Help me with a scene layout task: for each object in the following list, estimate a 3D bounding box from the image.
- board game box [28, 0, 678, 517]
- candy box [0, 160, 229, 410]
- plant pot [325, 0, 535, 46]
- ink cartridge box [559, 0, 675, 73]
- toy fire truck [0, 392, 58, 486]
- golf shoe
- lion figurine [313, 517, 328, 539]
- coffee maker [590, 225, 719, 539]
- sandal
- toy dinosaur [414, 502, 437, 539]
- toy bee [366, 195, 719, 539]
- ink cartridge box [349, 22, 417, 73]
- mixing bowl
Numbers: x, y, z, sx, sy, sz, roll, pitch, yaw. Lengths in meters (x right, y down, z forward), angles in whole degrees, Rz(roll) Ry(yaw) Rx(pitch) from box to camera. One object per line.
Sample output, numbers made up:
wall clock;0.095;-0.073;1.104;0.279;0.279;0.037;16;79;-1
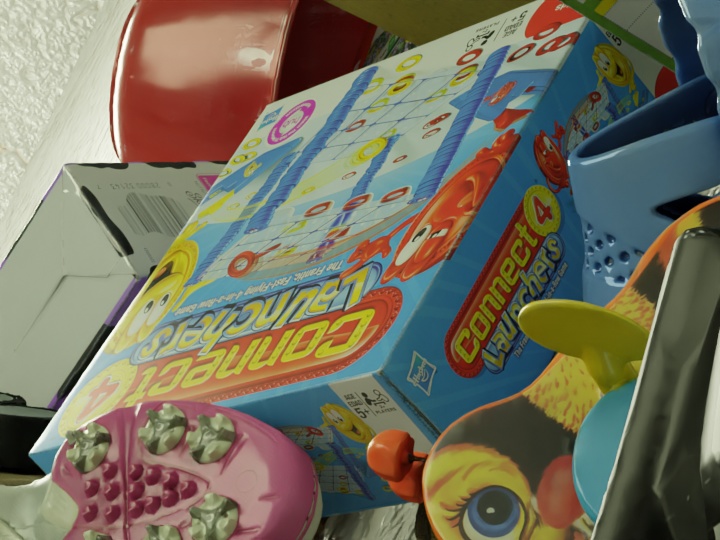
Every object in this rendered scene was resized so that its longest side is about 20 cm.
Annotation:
board game box;0.000;0.000;0.823;0.199;0.056;0.196;-17;33;46
candy box;-0.089;0.030;1.084;0.199;0.072;0.168;-5;-40;-49
plant pot;0.069;-0.188;0.973;0.200;0.194;0.195;124;169;-60
ink cartridge box;0.091;-0.163;0.782;0.076;0.199;0.148;-46;20;46
toy fire truck;-0.238;0.109;0.931;0.176;0.199;0.130;11;94;57
golf shoe;-0.080;0.100;0.776;0.199;0.091;0.076;-18;51;36
lion figurine;-0.018;0.054;0.995;0.200;0.122;0.073;-40;26;14
coffee maker;0.077;0.101;0.434;0.192;0.134;0.201;-37;27;61
sandal;0.098;-0.016;0.705;0.201;0.087;0.079;-61;15;5
toy dinosaur;0.042;0.109;0.760;0.200;0.058;0.102;143;139;-74
toy bee;0.059;0.050;0.616;0.200;0.108;0.131;-44;-35;-29
ink cartridge box;0.028;-0.111;1.232;0.200;0.050;0.109;-43;22;51
mixing bowl;-0.069;-0.095;1.226;0.200;0.107;0.202;9;-90;-78
